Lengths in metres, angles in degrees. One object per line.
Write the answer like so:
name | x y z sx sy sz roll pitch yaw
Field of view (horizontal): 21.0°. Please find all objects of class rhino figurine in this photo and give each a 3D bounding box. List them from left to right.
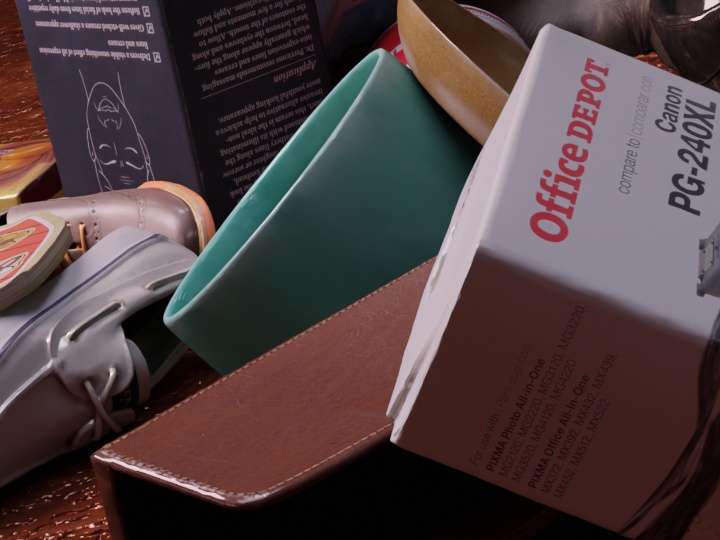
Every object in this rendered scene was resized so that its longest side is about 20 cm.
rhino figurine | 0.148 -0.139 1.221 0.198 0.088 0.060 -6 18 23

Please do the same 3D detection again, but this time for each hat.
hat | 0.202 -0.141 1.054 0.201 0.081 0.201 -45 15 15

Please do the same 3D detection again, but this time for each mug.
mug | 0.006 -0.006 0.851 0.152 0.114 0.185 -48 9 18

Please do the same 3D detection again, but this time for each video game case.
video game case | 0.016 -0.143 1.218 0.181 0.201 0.022 -29 69 -40

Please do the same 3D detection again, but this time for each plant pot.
plant pot | 0.090 -0.053 0.831 0.028 0.199 0.200 -51 13 14

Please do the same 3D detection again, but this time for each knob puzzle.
knob puzzle | -0.225 0.012 0.950 0.218 0.031 0.220 -24 15 7

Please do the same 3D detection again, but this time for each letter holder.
letter holder | 0.035 0.077 0.668 0.141 0.102 0.199 9 28 44

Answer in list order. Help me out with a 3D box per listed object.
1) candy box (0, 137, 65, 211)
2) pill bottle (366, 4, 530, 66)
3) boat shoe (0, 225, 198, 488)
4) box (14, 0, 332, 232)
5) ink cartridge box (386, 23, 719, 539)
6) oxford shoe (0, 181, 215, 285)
candy box | -0.278 -0.035 1.257 0.198 0.057 0.117 -8 20 19
pill bottle | 0.052 -0.087 1.101 0.111 0.113 0.200 -12 18 3
boat shoe | -0.129 0.048 0.910 0.065 0.073 0.200 18 33 21
box | -0.100 -0.101 1.103 0.107 0.202 0.148 -25 23 -36
ink cartridge box | 0.123 0.019 0.624 0.198 0.084 0.146 22 36 0
oxford shoe | -0.149 -0.008 1.056 0.072 0.072 0.199 -6 1 -39
